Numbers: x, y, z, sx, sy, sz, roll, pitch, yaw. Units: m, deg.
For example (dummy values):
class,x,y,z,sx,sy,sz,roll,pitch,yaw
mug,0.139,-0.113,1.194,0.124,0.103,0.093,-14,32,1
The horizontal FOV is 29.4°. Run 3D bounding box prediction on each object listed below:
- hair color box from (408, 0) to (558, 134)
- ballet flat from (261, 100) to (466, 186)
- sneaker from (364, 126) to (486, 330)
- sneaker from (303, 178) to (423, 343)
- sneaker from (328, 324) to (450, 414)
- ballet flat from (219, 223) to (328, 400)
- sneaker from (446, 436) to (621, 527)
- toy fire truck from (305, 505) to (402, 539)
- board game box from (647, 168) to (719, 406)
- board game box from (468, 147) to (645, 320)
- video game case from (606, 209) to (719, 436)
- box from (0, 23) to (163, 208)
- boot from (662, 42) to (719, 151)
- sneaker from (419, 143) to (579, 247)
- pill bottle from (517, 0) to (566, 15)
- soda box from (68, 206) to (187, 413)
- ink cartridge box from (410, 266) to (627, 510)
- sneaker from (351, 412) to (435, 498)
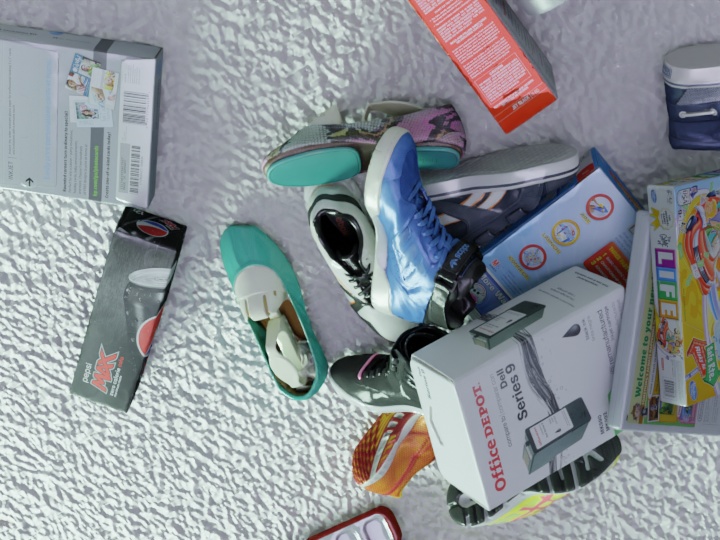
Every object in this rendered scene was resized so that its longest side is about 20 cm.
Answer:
class,x,y,z,sx,sy,sz,roll,pitch,yaw
hair color box,0.097,-0.231,1.240,0.061,0.102,0.201,-33,108,18
ballet flat,0.002,-0.126,1.316,0.197,0.072,0.069,-7,154,-1
sneaker,0.066,-0.033,1.266,0.110,0.077,0.202,17,127,24
sneaker,0.000,0.000,1.368,0.073,0.080,0.201,-28,112,14
sneaker,0.039,0.092,1.372,0.198,0.071,0.100,11,140,38
ballet flat,-0.087,0.048,1.401,0.066,0.071,0.202,-20,112,14
sneaker,0.191,0.215,1.457,0.198,0.079,0.090,-26,154,25
toy fire truck,-0.024,0.372,1.541,0.198,0.112,0.170,-25,87,14
board game box,0.329,0.011,1.278,0.133,0.034,0.203,-14,103,-34
board game box,0.216,0.016,1.371,0.195,0.056,0.200,-37,108,18
video game case,0.315,0.054,1.308,0.180,0.022,0.203,8,91,-36
box,-0.296,-0.151,1.340,0.197,0.041,0.158,7,115,0
boot,0.381,-0.164,1.274,0.197,0.073,0.091,-2,123,14
sneaker,0.121,-0.067,1.329,0.197,0.079,0.080,-10,110,21
pill bottle,0.128,-0.329,1.184,0.113,0.115,0.201,-33,109,18
soda box,-0.239,0.041,1.414,0.070,0.064,0.202,18,116,-4
ink cartridge box,0.161,0.109,1.291,0.198,0.084,0.148,-27,115,-20
sneaker,0.069,0.155,1.452,0.077,0.073,0.201,23,117,-37
